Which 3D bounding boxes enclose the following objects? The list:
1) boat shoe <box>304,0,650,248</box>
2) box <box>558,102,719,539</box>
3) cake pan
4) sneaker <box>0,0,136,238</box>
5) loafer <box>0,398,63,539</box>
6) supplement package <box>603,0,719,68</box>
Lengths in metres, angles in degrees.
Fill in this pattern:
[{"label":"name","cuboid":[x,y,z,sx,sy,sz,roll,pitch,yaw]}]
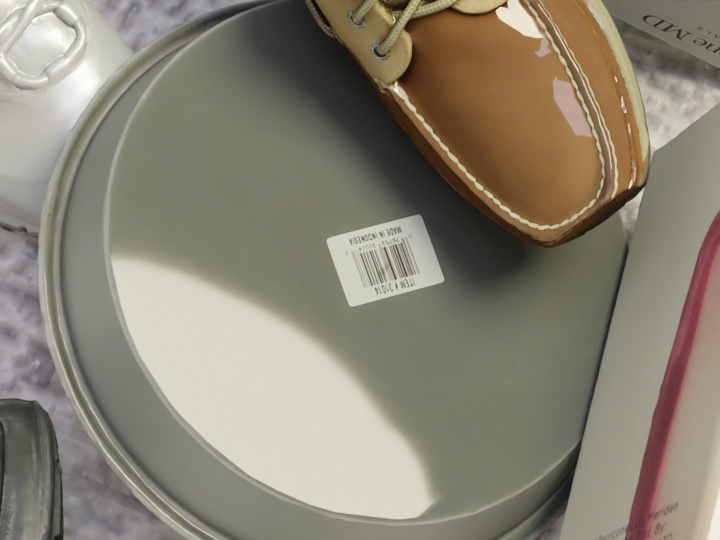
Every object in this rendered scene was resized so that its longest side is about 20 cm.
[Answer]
[{"label":"boat shoe","cuboid":[0.010,-0.094,0.857,0.076,0.074,0.200,-39,75,22]},{"label":"box","cuboid":[0.143,0.056,0.845,0.127,0.109,0.201,21,67,-14]},{"label":"cake pan","cuboid":[0.000,0.000,0.894,0.199,0.037,0.201,6,70,-17]},{"label":"sneaker","cuboid":[-0.131,-0.087,0.934,0.074,0.087,0.200,-41,74,-18]},{"label":"loafer","cuboid":[-0.131,0.132,0.849,0.070,0.068,0.202,11,70,-6]},{"label":"supplement package","cuboid":[0.145,-0.174,0.889,0.151,0.200,0.151,24,66,-18]}]
